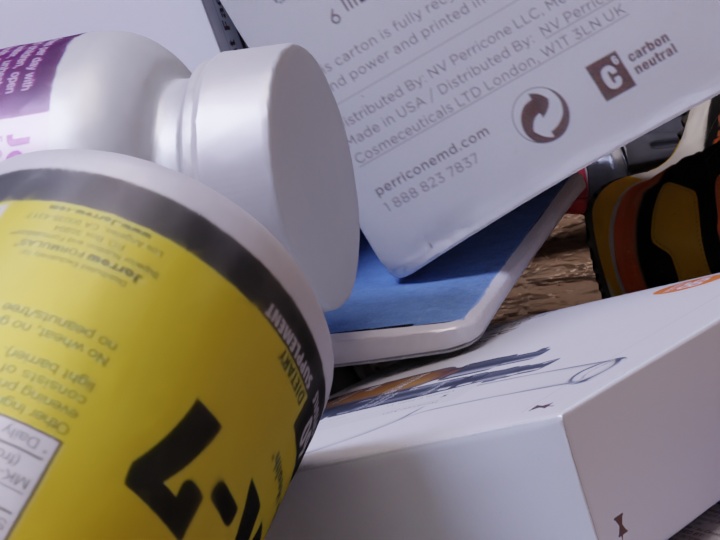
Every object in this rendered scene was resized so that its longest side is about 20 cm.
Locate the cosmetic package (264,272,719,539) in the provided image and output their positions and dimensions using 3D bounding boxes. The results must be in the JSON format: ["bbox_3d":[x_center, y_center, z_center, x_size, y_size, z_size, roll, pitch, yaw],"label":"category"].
[{"bbox_3d":[0.048,0.050,0.783,0.151,0.052,0.200,-12,7,33],"label":"cosmetic package"}]

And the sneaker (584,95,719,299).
[{"bbox_3d":[0.169,-0.037,1.053,0.090,0.070,0.200,-8,20,35],"label":"sneaker"}]

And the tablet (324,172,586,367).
[{"bbox_3d":[0.000,0.000,0.924,0.130,0.014,0.200,-6,15,17],"label":"tablet"}]

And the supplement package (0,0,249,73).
[{"bbox_3d":[-0.065,-0.074,0.979,0.114,0.110,0.200,-20,0,18],"label":"supplement package"}]

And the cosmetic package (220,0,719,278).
[{"bbox_3d":[0.055,-0.128,0.924,0.165,0.165,0.200,-29,8,21],"label":"cosmetic package"}]

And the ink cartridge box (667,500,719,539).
[{"bbox_3d":[0.077,0.106,0.671,0.200,0.042,0.119,-21,18,-30],"label":"ink cartridge box"}]

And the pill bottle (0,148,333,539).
[{"bbox_3d":[-0.090,0.075,0.633,0.114,0.114,0.200,-1,43,28],"label":"pill bottle"}]

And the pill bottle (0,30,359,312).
[{"bbox_3d":[-0.106,-0.014,0.822,0.200,0.113,0.112,-10,15,17],"label":"pill bottle"}]

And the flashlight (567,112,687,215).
[{"bbox_3d":[0.051,-0.030,1.133,0.200,0.068,0.068,-7,-5,-10],"label":"flashlight"}]

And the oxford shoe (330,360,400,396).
[{"bbox_3d":[-0.015,0.040,0.927,0.075,0.058,0.200,-4,17,11],"label":"oxford shoe"}]
